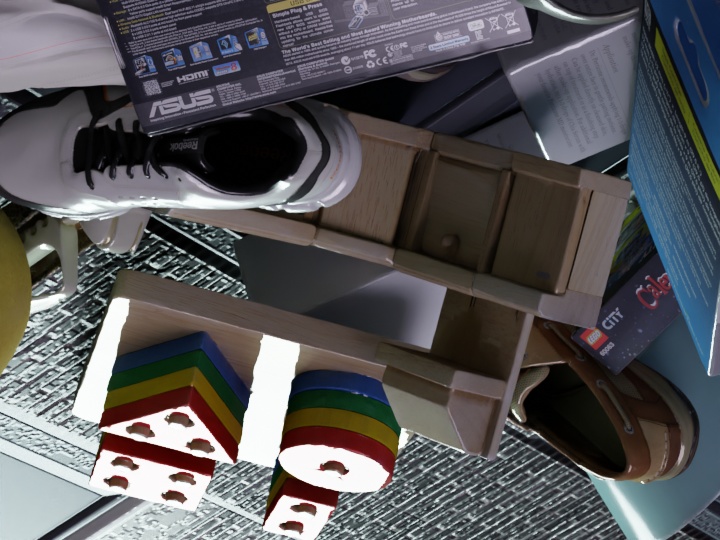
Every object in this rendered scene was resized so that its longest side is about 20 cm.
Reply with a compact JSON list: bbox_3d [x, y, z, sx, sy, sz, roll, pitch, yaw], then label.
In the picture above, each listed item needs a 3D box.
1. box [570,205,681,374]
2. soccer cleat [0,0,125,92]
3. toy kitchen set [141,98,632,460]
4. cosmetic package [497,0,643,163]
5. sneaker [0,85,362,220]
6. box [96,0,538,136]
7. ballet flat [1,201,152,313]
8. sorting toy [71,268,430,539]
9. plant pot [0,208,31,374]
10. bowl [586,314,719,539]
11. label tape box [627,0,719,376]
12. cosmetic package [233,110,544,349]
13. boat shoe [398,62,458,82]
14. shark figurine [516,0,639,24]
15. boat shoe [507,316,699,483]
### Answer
[{"bbox_3d":[0.212,-0.043,1.484,0.038,0.137,0.200,38,127,-6],"label":"box"},{"bbox_3d":[-0.151,-0.121,1.268,0.199,0.070,0.078,7,145,-21],"label":"soccer cleat"},{"bbox_3d":[0.000,0.000,1.327,0.180,0.200,0.164,12,93,-39],"label":"toy kitchen set"},{"bbox_3d":[0.173,-0.144,1.360,0.199,0.072,0.102,-22,146,7],"label":"cosmetic package"},{"bbox_3d":[-0.103,-0.065,1.276,0.199,0.074,0.080,-2,179,13],"label":"sneaker"},{"bbox_3d":[-0.032,-0.162,1.177,0.199,0.049,0.162,-13,117,13],"label":"box"},{"bbox_3d":[-0.162,-0.023,1.387,0.200,0.076,0.068,-36,141,24],"label":"ballet flat"},{"bbox_3d":[-0.068,0.092,1.498,0.199,0.070,0.199,15,154,-7],"label":"sorting toy"},{"bbox_3d":[-0.258,0.014,1.323,0.200,0.201,0.142,-45,163,34],"label":"plant pot"},{"bbox_3d":[0.201,0.068,1.608,0.105,0.201,0.201,40,125,-5],"label":"bowl"},{"bbox_3d":[0.189,-0.063,1.275,0.066,0.144,0.200,-12,145,-8],"label":"label tape box"},{"bbox_3d":[0.037,-0.008,1.504,0.199,0.072,0.101,-24,146,10],"label":"cosmetic package"},{"bbox_3d":[0.010,-0.162,1.272,0.073,0.075,0.200,-30,145,18],"label":"boat shoe"},{"bbox_3d":[0.093,-0.174,1.141,0.128,0.214,0.090,-14,112,44],"label":"shark figurine"},{"bbox_3d":[0.113,0.061,1.526,0.074,0.200,0.076,-15,131,-48],"label":"boat shoe"}]
